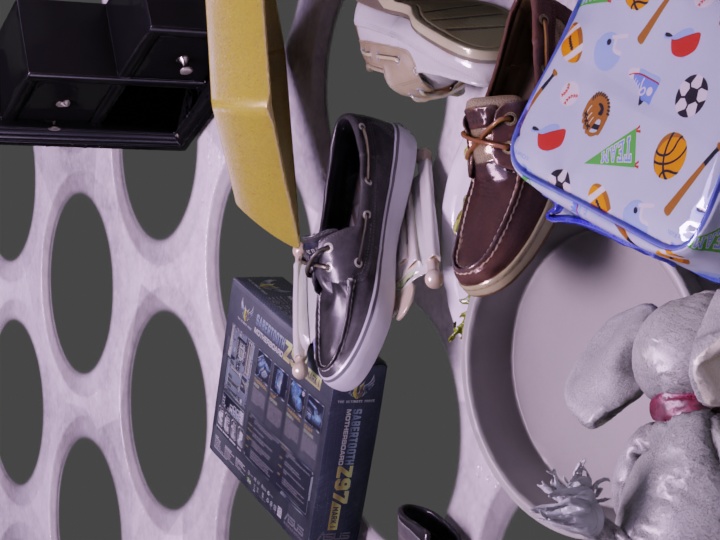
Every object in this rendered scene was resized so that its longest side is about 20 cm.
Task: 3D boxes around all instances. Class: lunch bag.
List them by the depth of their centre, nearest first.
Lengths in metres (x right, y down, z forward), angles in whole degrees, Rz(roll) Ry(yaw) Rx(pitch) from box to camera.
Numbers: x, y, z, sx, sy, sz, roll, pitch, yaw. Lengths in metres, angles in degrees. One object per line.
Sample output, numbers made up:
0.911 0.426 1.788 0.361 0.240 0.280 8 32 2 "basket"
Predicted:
0.172 -0.084 1.081 0.200 0.075 0.161 35 104 56 "lunch bag"

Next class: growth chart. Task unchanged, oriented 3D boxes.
0.000 0.000 1.426 0.200 0.018 0.146 -38 41 46 "growth chart"

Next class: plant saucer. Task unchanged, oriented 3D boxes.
-0.084 -0.146 1.475 0.200 0.048 0.201 80 -176 -60 "plant saucer"

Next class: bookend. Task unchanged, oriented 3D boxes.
-0.212 -0.193 1.669 0.200 0.197 0.093 -44 52 52 "bookend"

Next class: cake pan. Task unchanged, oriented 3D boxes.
0.143 0.061 1.177 0.199 0.037 0.202 4 96 48 "cake pan"

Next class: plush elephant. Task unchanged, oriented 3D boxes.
0.189 0.083 1.023 0.164 0.199 0.156 -4 67 62 "plush elephant"

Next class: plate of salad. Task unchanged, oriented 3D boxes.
0.098 -0.017 1.281 0.200 0.048 0.202 6 97 61 "plate of salad"

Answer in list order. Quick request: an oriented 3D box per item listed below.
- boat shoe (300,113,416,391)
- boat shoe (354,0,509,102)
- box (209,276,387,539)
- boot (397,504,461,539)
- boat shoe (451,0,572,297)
-0.011 -0.018 1.369 0.070 0.066 0.202 -8 65 58 "boat shoe"
0.054 -0.152 1.334 0.200 0.074 0.069 -136 45 -60 "boat shoe"
-0.054 0.111 1.555 0.200 0.051 0.159 35 122 56 "box"
0.024 0.226 1.419 0.200 0.069 0.133 31 117 42 "boot"
0.089 -0.083 1.185 0.072 0.072 0.201 -5 57 54 "boat shoe"
